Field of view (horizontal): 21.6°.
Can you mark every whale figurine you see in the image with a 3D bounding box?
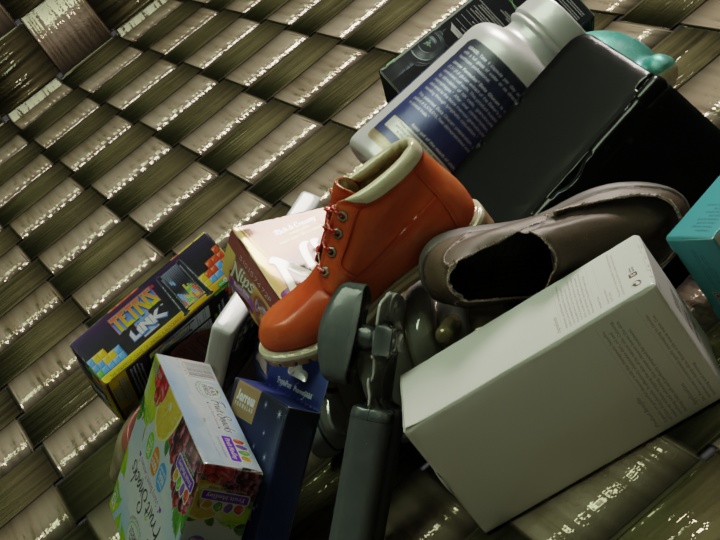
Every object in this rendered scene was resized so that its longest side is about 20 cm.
[{"bbox_3d":[0.199,-0.153,1.648,0.159,0.104,0.200,-32,1,19],"label":"whale figurine"}]

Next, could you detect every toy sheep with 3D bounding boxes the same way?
[{"bbox_3d":[0.036,0.071,1.453,0.200,0.138,0.138,-12,28,16],"label":"toy sheep"}]

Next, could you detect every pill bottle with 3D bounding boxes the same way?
[{"bbox_3d":[0.098,-0.131,1.544,0.200,0.111,0.111,-43,21,-2],"label":"pill bottle"}]

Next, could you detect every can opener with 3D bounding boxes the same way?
[{"bbox_3d":[-0.005,0.109,1.365,0.067,0.200,0.053,11,4,18],"label":"can opener"}]

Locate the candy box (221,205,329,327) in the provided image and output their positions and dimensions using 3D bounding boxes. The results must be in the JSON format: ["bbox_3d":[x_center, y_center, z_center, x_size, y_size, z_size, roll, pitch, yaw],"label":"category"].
[{"bbox_3d":[0.000,0.000,1.567,0.200,0.056,0.117,-13,51,-29],"label":"candy box"}]

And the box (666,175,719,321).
[{"bbox_3d":[0.311,-0.058,1.357,0.200,0.082,0.049,-47,24,-24],"label":"box"}]

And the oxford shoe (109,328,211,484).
[{"bbox_3d":[-0.176,0.125,1.765,0.075,0.070,0.200,-43,3,42],"label":"oxford shoe"}]

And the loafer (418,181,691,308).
[{"bbox_3d":[0.143,-0.008,1.342,0.200,0.073,0.071,-16,14,1],"label":"loafer"}]

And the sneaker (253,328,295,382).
[{"bbox_3d":[-0.028,0.047,1.681,0.088,0.075,0.200,1,44,25],"label":"sneaker"}]

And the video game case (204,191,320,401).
[{"bbox_3d":[-0.098,0.052,1.702,0.200,0.023,0.182,-59,-11,-45],"label":"video game case"}]

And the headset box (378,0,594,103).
[{"bbox_3d":[0.118,-0.178,1.789,0.200,0.093,0.174,-39,-16,-5],"label":"headset box"}]

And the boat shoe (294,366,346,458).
[{"bbox_3d":[-0.004,0.067,1.581,0.065,0.074,0.200,-16,44,30],"label":"boat shoe"}]

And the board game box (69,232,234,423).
[{"bbox_3d":[-0.190,0.058,1.813,0.165,0.057,0.200,-40,-10,-12],"label":"board game box"}]

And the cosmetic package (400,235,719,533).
[{"bbox_3d":[0.138,0.079,1.306,0.200,0.108,0.085,-30,23,14],"label":"cosmetic package"}]

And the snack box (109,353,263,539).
[{"bbox_3d":[-0.138,0.169,1.450,0.200,0.053,0.142,-127,51,-64],"label":"snack box"}]

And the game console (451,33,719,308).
[{"bbox_3d":[0.174,-0.055,1.437,0.200,0.176,0.116,-49,4,4],"label":"game console"}]

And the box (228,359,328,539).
[{"bbox_3d":[-0.079,0.158,1.432,0.121,0.032,0.200,18,94,66],"label":"box"}]

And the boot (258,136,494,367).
[{"bbox_3d":[-0.011,-0.014,1.397,0.200,0.107,0.075,-37,29,6],"label":"boot"}]
